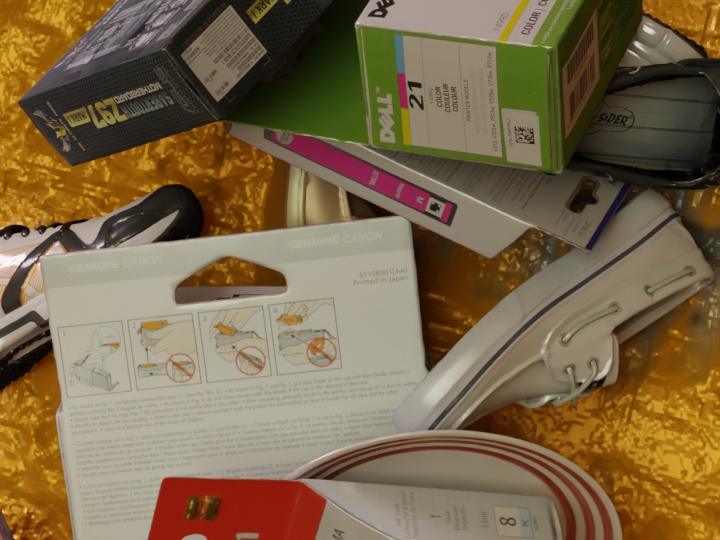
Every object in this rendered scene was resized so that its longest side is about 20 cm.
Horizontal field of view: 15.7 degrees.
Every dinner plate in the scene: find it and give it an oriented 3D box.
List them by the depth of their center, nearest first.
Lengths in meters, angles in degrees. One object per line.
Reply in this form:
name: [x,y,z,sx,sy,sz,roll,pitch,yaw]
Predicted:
dinner plate: [0.035,0.141,1.350,0.200,0.200,0.024,-21,45,16]

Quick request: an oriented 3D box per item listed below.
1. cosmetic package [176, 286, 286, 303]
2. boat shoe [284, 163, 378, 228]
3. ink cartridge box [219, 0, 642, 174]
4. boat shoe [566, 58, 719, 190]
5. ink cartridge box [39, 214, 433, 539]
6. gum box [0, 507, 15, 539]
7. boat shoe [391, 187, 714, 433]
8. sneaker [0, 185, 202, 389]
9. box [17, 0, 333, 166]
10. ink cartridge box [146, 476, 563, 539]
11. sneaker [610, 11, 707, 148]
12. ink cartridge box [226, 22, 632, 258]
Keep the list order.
cosmetic package: [-0.071,0.109,1.442,0.082,0.051,0.200,-1,86,20]
boat shoe: [0.000,0.000,1.420,0.064,0.071,0.200,-3,96,14]
ink cartridge box: [0.025,-0.129,1.299,0.200,0.148,0.076,9,129,19]
boat shoe: [0.170,-0.073,1.329,0.199,0.066,0.075,9,113,-7]
ink cartridge box: [-0.060,0.063,1.372,0.200,0.044,0.174,-6,99,2]
gum box: [-0.266,0.229,1.446,0.200,0.066,0.114,-26,96,-4]
boat shoe: [0.106,0.034,1.337,0.200,0.074,0.067,-40,81,-22]
sneaker: [-0.181,0.000,1.468,0.200,0.074,0.080,-31,75,14]
box: [-0.065,-0.143,1.323,0.051,0.158,0.200,51,60,-18]
ink cartridge box: [-0.013,0.173,1.328,0.200,0.160,0.047,4,46,-12]
sneaker: [0.082,-0.131,1.395,0.200,0.074,0.080,31,98,18]
ink cartridge box: [0.038,-0.062,1.356,0.200,0.095,0.037,24,124,9]
